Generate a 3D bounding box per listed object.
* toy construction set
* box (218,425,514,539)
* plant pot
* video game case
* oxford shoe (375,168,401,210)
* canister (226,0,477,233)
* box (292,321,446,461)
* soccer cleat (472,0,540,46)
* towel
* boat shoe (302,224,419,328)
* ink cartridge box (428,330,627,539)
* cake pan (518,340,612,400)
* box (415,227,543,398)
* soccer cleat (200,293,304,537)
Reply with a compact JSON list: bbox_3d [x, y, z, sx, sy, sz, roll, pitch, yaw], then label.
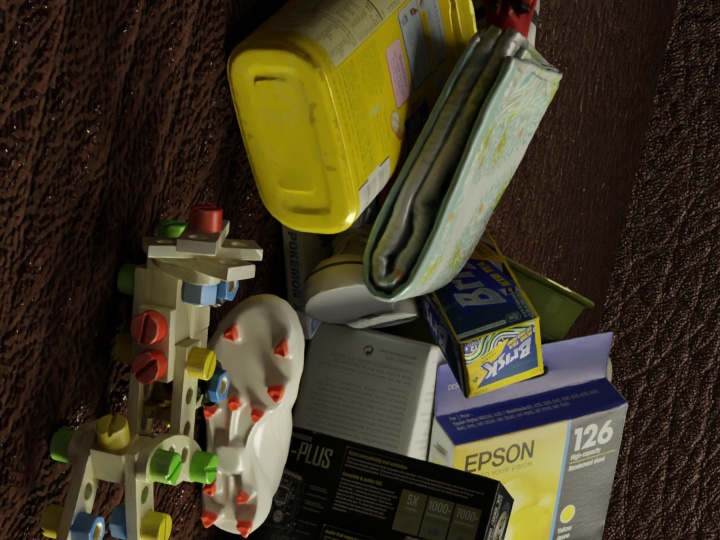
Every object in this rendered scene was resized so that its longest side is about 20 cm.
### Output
[{"bbox_3d":[-0.113,0.050,0.821,0.202,0.091,0.131,-70,166,16],"label":"toy construction set"},{"bbox_3d":[-0.003,0.218,1.109,0.086,0.198,0.166,53,51,-68],"label":"box"},{"bbox_3d":[0.095,0.075,1.407,0.192,0.198,0.200,-65,164,0],"label":"plant pot"},{"bbox_3d":[-0.015,-0.078,1.161,0.201,0.022,0.184,-61,157,-44],"label":"video game case"},{"bbox_3d":[0.031,-0.135,1.159,0.073,0.070,0.203,-145,-122,-74],"label":"oxford shoe"},{"bbox_3d":[0.000,-0.136,1.000,0.200,0.086,0.150,-50,136,-45],"label":"canister"},{"bbox_3d":[0.007,0.154,1.263,0.152,0.105,0.202,20,82,-74],"label":"box"},{"bbox_3d":[0.107,-0.197,1.142,0.201,0.068,0.086,95,3,-55],"label":"soccer cleat"},{"bbox_3d":[0.075,-0.071,1.050,0.201,0.048,0.171,-62,165,9],"label":"towel"},{"bbox_3d":[0.000,0.000,1.135,0.200,0.070,0.071,21,57,-72],"label":"boat shoe"},{"bbox_3d":[0.144,0.166,1.282,0.196,0.047,0.202,-9,118,-32],"label":"ink cartridge box"},{"bbox_3d":[0.156,0.147,1.376,0.199,0.037,0.201,-35,147,-27],"label":"cake pan"},{"bbox_3d":[0.080,0.008,1.194,0.201,0.069,0.065,-116,-169,-49],"label":"box"},{"bbox_3d":[-0.075,0.093,1.020,0.078,0.069,0.202,-61,165,-57],"label":"soccer cleat"}]
